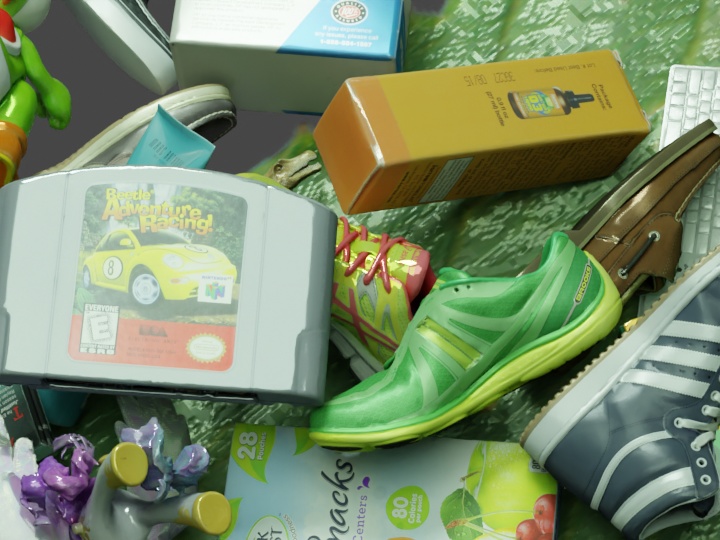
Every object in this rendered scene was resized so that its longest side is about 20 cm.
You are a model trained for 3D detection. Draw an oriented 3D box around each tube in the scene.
[{"bbox_3d":[-0.152,-0.001,1.664,0.077,0.050,0.200,37,101,46],"label":"tube"}]

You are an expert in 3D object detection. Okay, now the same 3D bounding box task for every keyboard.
[{"bbox_3d":[0.213,-0.040,1.718,0.056,0.011,0.200,7,67,7],"label":"keyboard"}]

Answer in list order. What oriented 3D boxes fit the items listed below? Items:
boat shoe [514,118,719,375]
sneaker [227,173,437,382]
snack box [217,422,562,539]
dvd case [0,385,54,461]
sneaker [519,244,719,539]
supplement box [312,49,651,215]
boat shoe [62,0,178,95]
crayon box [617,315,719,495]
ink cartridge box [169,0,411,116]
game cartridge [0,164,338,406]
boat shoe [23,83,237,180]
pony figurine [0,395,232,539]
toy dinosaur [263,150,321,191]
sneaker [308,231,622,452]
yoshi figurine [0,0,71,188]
[{"bbox_3d":[0.164,-0.012,1.673,0.200,0.072,0.068,-41,87,-21],"label":"boat shoe"},{"bbox_3d":[0.000,0.000,1.630,0.200,0.090,0.078,38,44,-18],"label":"sneaker"},{"bbox_3d":[0.015,0.184,1.606,0.200,0.068,0.169,3,67,7],"label":"snack box"},{"bbox_3d":[-0.278,0.055,1.682,0.146,0.022,0.200,-30,64,17],"label":"dvd case"},{"bbox_3d":[0.199,0.070,1.569,0.200,0.070,0.109,-43,71,-2],"label":"sneaker"},{"bbox_3d":[0.076,-0.086,1.678,0.200,0.069,0.067,-9,63,-26],"label":"supplement box"},{"bbox_3d":[-0.168,-0.200,1.789,0.068,0.072,0.200,-36,62,-9],"label":"boat shoe"},{"bbox_3d":[0.268,0.059,1.637,0.200,0.058,0.119,-20,73,-3],"label":"crayon box"},{"bbox_3d":[-0.037,-0.207,1.765,0.146,0.084,0.200,5,63,6],"label":"ink cartridge box"},{"bbox_3d":[-0.115,0.006,1.563,0.200,0.041,0.133,3,70,1],"label":"game cartridge"},{"bbox_3d":[-0.159,-0.046,1.721,0.200,0.072,0.065,-31,73,-5],"label":"boat shoe"},{"bbox_3d":[-0.144,0.152,1.553,0.166,0.200,0.193,-8,80,-27],"label":"pony figurine"},{"bbox_3d":[-0.074,0.004,1.673,0.101,0.058,0.200,48,43,-5],"label":"toy dinosaur"},{"bbox_3d":[0.053,0.044,1.582,0.200,0.074,0.084,-29,88,-9],"label":"sneaker"},{"bbox_3d":[-0.243,-0.132,1.720,0.112,0.112,0.200,-10,52,26],"label":"yoshi figurine"}]
